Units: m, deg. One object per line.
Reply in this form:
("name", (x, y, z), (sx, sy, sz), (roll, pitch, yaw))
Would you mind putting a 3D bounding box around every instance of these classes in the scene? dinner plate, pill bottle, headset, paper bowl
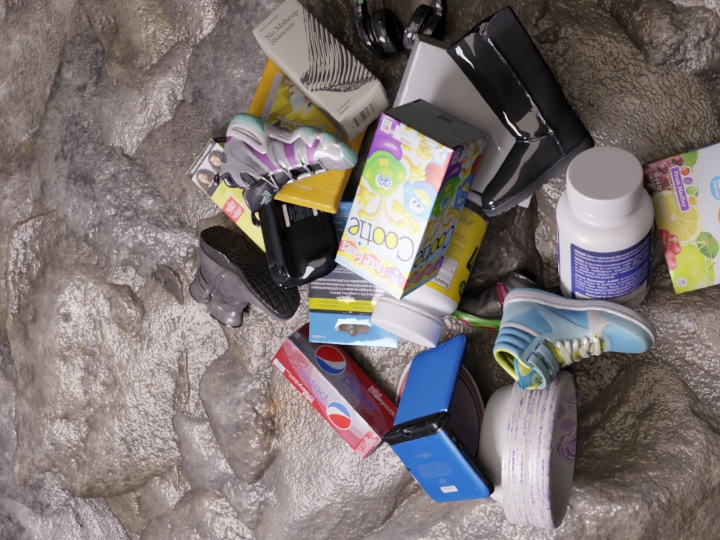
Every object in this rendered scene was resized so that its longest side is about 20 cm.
("dinner plate", (0.114, 0.212, 1.584), (0.199, 0.024, 0.204), (2, 93, 53))
("pill bottle", (0.091, -0.010, 1.516), (0.113, 0.114, 0.203), (19, 82, 17))
("headset", (0.054, -0.314, 1.531), (0.121, 0.094, 0.203), (1, 115, 21))
("paper bowl", (0.217, 0.228, 1.489), (0.103, 0.200, 0.205), (4, 99, 21))
("pill bottle", (0.300, -0.049, 1.408), (0.118, 0.121, 0.201), (10, 143, 19))

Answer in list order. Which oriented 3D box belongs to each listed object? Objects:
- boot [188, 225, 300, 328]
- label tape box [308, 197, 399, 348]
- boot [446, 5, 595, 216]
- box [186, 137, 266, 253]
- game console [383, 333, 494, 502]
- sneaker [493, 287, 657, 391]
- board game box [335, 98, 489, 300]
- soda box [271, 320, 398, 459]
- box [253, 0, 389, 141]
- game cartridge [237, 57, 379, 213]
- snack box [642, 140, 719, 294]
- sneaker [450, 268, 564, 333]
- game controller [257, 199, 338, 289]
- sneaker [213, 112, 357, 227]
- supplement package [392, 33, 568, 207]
("boot", (-0.168, 0.037, 1.669), (0.200, 0.069, 0.133), (42, 137, 27))
("label tape box", (0.000, 0.000, 1.614), (0.142, 0.063, 0.204), (3, 99, 23))
("boot", (0.167, -0.191, 1.380), (0.164, 0.066, 0.201), (-36, 106, 1))
("box", (-0.158, -0.101, 1.670), (0.200, 0.050, 0.075), (45, 110, 9))
("game console", (0.117, 0.199, 1.503), (0.118, 0.200, 0.171), (-39, 91, -21))
("sneaker", (0.256, 0.101, 1.411), (0.197, 0.132, 0.080), (9, 142, 26))
("board game box", (0.060, -0.086, 1.379), (0.104, 0.103, 0.202), (29, 119, 21))
("soda box", (-0.032, 0.170, 1.643), (0.200, 0.070, 0.064), (47, 132, 10))
("box", (-0.054, -0.276, 1.559), (0.082, 0.068, 0.200), (-43, 67, -2))
("game cartridge", (-0.082, -0.193, 1.588), (0.174, 0.032, 0.203), (14, 73, 19))
("snack box", (0.467, -0.079, 1.417), (0.197, 0.068, 0.171), (-16, 91, 21))
("sneaker", (0.204, 0.041, 1.546), (0.197, 0.077, 0.085), (2, 77, 21))
("game controller", (-0.091, -0.076, 1.586), (0.103, 0.042, 0.203), (-17, 67, 7))
("sneaker", (-0.106, -0.122, 1.521), (0.197, 0.078, 0.142), (14, 77, 29))
("supplement package", (0.142, -0.195, 1.471), (0.197, 0.111, 0.158), (17, 105, -5))
